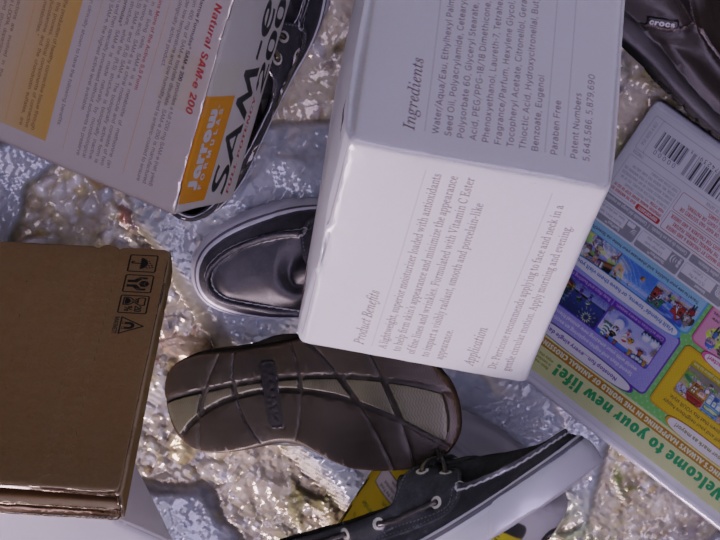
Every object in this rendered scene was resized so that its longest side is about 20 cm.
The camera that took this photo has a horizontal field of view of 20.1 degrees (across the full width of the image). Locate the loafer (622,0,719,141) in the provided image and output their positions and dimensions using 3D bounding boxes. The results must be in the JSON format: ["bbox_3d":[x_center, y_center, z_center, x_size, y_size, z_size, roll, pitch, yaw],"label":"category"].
[{"bbox_3d":[0.186,-0.138,1.144,0.200,0.073,0.071,40,104,-10],"label":"loafer"}]

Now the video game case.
[{"bbox_3d":[0.201,0.032,1.179,0.200,0.022,0.183,37,104,16],"label":"video game case"}]

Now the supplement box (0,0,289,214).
[{"bbox_3d":[-0.152,-0.127,1.111,0.199,0.073,0.127,23,106,18],"label":"supplement box"}]

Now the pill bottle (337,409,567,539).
[{"bbox_3d":[0.028,0.188,1.216,0.111,0.111,0.201,30,103,-8],"label":"pill bottle"}]

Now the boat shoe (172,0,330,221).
[{"bbox_3d":[-0.068,-0.118,1.152,0.070,0.066,0.201,25,104,-8],"label":"boat shoe"}]

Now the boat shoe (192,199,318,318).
[{"bbox_3d":[0.000,0.000,1.178,0.198,0.066,0.070,0,105,0],"label":"boat shoe"}]

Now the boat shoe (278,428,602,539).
[{"bbox_3d":[0.038,0.133,1.116,0.199,0.069,0.057,-32,84,19],"label":"boat shoe"}]

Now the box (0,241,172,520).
[{"bbox_3d":[-0.190,0.050,1.059,0.162,0.201,0.021,3,127,1],"label":"box"}]

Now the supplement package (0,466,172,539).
[{"bbox_3d":[-0.212,0.112,1.132,0.120,0.200,0.121,-48,131,11],"label":"supplement package"}]

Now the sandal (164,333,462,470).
[{"bbox_3d":[-0.025,0.075,1.191,0.199,0.054,0.082,-6,93,34],"label":"sandal"}]

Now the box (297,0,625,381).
[{"bbox_3d":[0.052,-0.080,1.057,0.130,0.201,0.199,10,148,-3],"label":"box"}]
